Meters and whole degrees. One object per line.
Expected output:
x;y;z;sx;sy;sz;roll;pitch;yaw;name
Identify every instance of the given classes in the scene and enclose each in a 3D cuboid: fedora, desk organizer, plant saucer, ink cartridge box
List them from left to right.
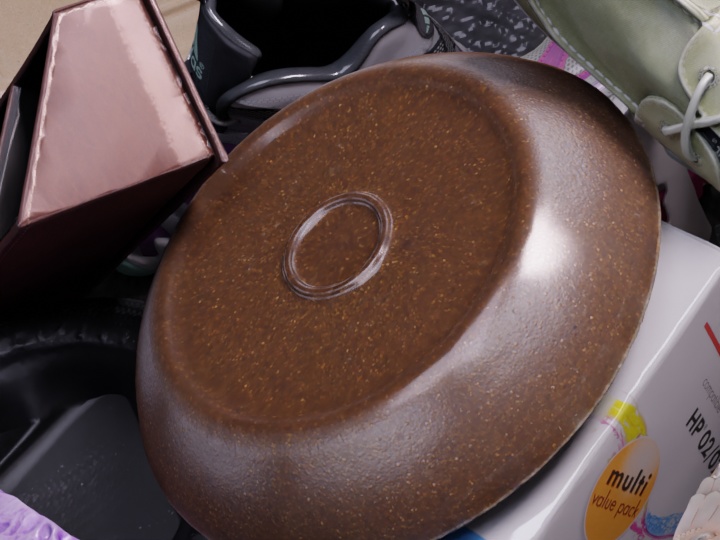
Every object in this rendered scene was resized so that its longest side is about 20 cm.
-0.127;-0.029;0.740;0.077;0.200;0.072;-22;84;-28;desk organizer
-0.113;0.110;0.745;0.200;0.092;0.201;-9;58;15;fedora
0.000;0.000;0.664;0.200;0.037;0.201;-19;49;24;plant saucer
0.080;0.053;0.681;0.068;0.115;0.200;29;77;32;ink cartridge box

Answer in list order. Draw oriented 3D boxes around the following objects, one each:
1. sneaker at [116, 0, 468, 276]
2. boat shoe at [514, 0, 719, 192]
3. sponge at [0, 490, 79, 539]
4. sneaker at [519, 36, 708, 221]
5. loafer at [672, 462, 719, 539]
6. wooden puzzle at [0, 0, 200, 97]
-0.060;-0.072;0.790;0.199;0.140;0.078;-20;59;14;sneaker
0.126;-0.055;0.632;0.200;0.072;0.062;32;45;0;boat shoe
-0.156;0.119;0.679;0.200;0.030;0.112;26;72;30;sponge
0.061;-0.023;0.758;0.088;0.081;0.200;28;68;33;sneaker
0.114;0.114;0.577;0.072;0.063;0.200;0;51;28;loafer
-0.102;-0.177;0.871;0.185;0.037;0.200;-22;84;-9;wooden puzzle
